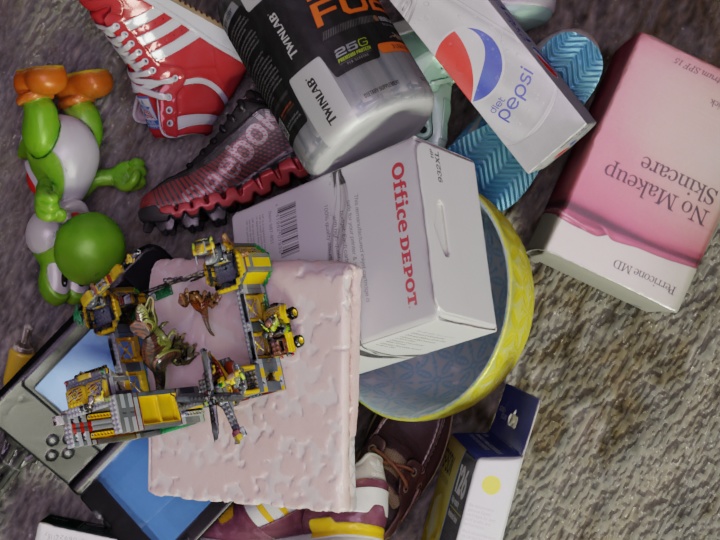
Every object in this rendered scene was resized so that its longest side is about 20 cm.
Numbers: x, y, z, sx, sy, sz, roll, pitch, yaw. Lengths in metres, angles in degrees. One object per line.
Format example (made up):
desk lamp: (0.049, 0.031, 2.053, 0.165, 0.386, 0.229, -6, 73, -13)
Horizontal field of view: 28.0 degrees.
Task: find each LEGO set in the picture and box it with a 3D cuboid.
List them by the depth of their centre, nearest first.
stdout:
LEGO set: (-0.155, 0.057, 1.086, 0.199, 0.115, 0.155, -9, 85, 33)

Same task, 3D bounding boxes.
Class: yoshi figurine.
yoshi figurine: (-0.237, -0.071, 1.219, 0.111, 0.112, 0.202, -3, 92, -7)

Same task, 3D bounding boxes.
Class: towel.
towel: (-0.085, 0.087, 1.129, 0.198, 0.032, 0.193, 1, 91, 33)

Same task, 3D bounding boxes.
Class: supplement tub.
supplement tub: (-0.036, -0.185, 1.169, 0.122, 0.123, 0.201, -30, 77, -1)

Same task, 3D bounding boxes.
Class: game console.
game console: (-0.172, 0.113, 1.197, 0.200, 0.116, 0.176, -46, 125, -7)

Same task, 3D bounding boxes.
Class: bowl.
bowl: (0.075, 0.031, 1.208, 0.199, 0.107, 0.202, -11, 72, 39)

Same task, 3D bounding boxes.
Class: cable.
cable: (-0.294, 0.148, 1.257, 0.097, 0.050, 0.201, 28, 102, -21)

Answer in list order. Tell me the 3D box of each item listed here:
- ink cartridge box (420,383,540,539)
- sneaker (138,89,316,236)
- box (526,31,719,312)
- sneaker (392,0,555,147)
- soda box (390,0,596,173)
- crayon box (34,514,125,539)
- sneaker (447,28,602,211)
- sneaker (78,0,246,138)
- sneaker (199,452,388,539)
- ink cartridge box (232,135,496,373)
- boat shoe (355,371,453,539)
ink cartridge box: (0.088, 0.190, 1.173, 0.047, 0.198, 0.202, 14, 88, -1)
sneaker: (-0.104, -0.098, 1.238, 0.199, 0.071, 0.099, -23, 90, -3)
box: (0.242, -0.079, 1.223, 0.127, 0.109, 0.201, 24, 88, -1)
sneaker: (0.083, -0.165, 1.238, 0.199, 0.074, 0.119, -17, 83, 9)
soda box: (0.102, -0.175, 1.161, 0.063, 0.068, 0.201, -39, 86, 17)
crayon box: (-0.232, 0.322, 1.238, 0.124, 0.052, 0.202, 12, 88, -1)
sneaker: (0.136, -0.121, 1.243, 0.076, 0.081, 0.200, 42, 108, -2)
sneaker: (-0.187, -0.180, 1.206, 0.199, 0.071, 0.113, 25, 93, -33)
sneaker: (-0.058, 0.198, 1.209, 0.199, 0.075, 0.091, -8, 66, 34)
ink cartridge box: (0.000, 0.000, 1.152, 0.199, 0.083, 0.147, -20, 68, 37)
boat shoe: (0.022, 0.181, 1.234, 0.072, 0.072, 0.201, 31, 89, 0)
